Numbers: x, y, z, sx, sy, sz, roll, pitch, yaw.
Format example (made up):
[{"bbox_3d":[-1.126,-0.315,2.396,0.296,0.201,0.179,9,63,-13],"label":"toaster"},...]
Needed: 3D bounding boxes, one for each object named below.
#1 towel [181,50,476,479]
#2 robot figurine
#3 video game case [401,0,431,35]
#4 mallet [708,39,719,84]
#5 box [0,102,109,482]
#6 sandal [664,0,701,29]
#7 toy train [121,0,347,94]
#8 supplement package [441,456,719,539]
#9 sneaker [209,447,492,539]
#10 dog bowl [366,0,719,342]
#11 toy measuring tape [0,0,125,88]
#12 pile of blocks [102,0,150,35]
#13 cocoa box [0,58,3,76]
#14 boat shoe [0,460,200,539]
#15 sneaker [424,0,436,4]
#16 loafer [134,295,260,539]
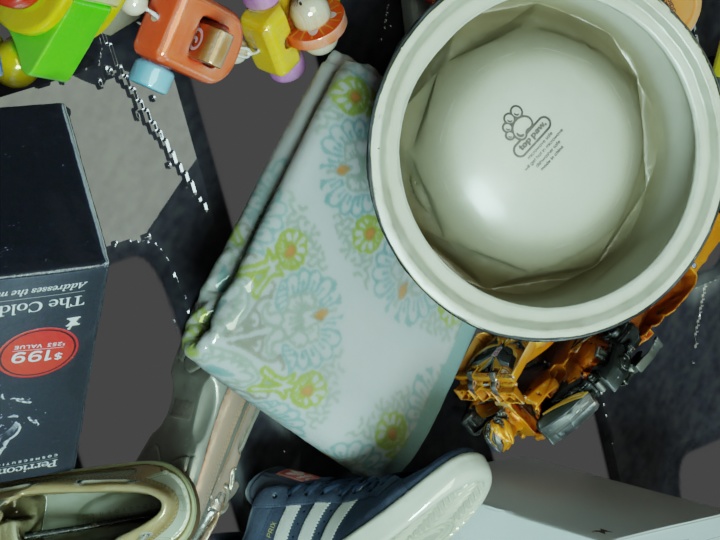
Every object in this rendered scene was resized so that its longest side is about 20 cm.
[{"bbox_3d":[0.000,0.000,0.932,0.171,0.048,0.201,38,70,-36],"label":"towel"},{"bbox_3d":[0.132,0.024,0.974,0.058,0.145,0.200,47,70,-15],"label":"robot figurine"},{"bbox_3d":[0.106,-0.196,0.990,0.181,0.023,0.201,-11,101,-20],"label":"video game case"},{"bbox_3d":[0.229,-0.169,0.984,0.041,0.066,0.201,17,125,15],"label":"mallet"},{"bbox_3d":[-0.235,0.024,0.784,0.199,0.182,0.104,-7,56,-21],"label":"box"},{"bbox_3d":[0.137,-0.125,0.958,0.206,0.059,0.079,-39,110,-20],"label":"sandal"},{"bbox_3d":[-0.041,-0.171,0.874,0.150,0.055,0.201,28,87,-59],"label":"toy train"},{"bbox_3d":[0.106,0.228,0.955,0.150,0.151,0.201,1,98,-51],"label":"supplement package"},{"bbox_3d":[-0.016,0.135,0.912,0.075,0.200,0.085,9,50,-52],"label":"sneaker"},{"bbox_3d":[0.093,-0.065,0.884,0.199,0.074,0.201,-1,96,-12],"label":"dog bowl"},{"bbox_3d":[-0.129,-0.175,0.786,0.073,0.074,0.200,26,114,-24],"label":"toy measuring tape"},{"bbox_3d":[-0.104,-0.224,0.887,0.062,0.082,0.201,6,109,-65],"label":"pile of blocks"},{"bbox_3d":[-0.286,-0.142,0.772,0.199,0.133,0.132,-12,103,-21],"label":"cocoa box"},{"bbox_3d":[-0.187,0.140,0.855,0.199,0.076,0.072,-19,82,4],"label":"boat shoe"},{"bbox_3d":[0.116,-0.196,0.952,0.199,0.077,0.073,-11,123,-6],"label":"sneaker"},{"bbox_3d":[-0.085,0.104,0.931,0.063,0.072,0.201,22,86,-31],"label":"loafer"}]
